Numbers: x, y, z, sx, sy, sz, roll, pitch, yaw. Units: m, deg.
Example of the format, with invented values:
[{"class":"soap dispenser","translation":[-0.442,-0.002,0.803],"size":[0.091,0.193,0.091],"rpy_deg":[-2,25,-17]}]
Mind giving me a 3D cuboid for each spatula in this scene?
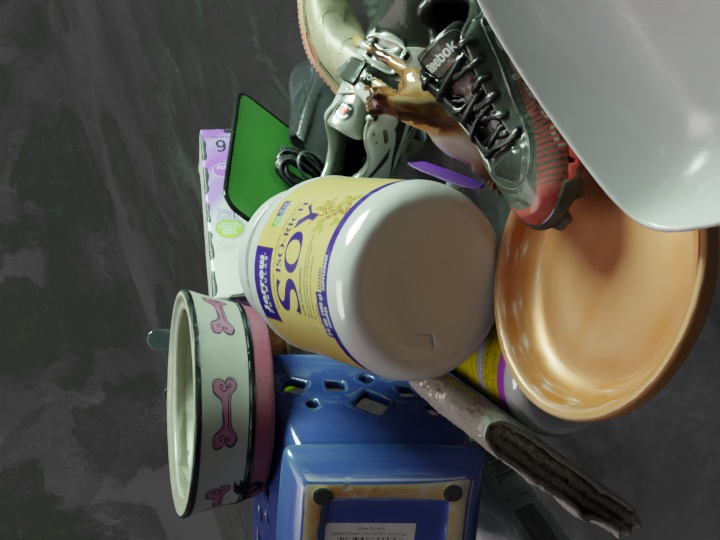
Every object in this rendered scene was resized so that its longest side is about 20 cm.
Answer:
[{"class":"spatula","translation":[0.076,-0.061,0.925],"size":[0.056,0.021,0.200],"rpy_deg":[22,176,12]}]

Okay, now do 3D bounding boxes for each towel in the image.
[{"class":"towel","translation":[0.130,0.145,0.920],"size":[0.200,0.035,0.132],"rpy_deg":[37,177,-30]}]

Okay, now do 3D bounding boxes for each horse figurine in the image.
[{"class":"horse figurine","translation":[0.066,-0.111,0.867],"size":[0.199,0.050,0.133],"rpy_deg":[31,-169,-32]}]

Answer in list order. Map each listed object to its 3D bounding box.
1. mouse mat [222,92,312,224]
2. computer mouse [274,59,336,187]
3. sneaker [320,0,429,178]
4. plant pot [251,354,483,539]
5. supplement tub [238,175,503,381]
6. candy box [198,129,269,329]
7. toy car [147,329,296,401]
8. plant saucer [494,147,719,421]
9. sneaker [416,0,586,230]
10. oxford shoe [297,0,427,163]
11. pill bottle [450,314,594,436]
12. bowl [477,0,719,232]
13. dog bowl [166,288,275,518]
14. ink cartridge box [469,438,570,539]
[{"class":"mouse mat","translation":[-0.044,-0.061,1.044],"size":[0.200,0.008,0.162],"rpy_deg":[37,-146,-30]},{"class":"computer mouse","translation":[-0.019,-0.136,1.096],"size":[0.053,0.138,0.201],"rpy_deg":[-36,40,30]},{"class":"sneaker","translation":[0.015,-0.147,0.965],"size":[0.074,0.088,0.201],"rpy_deg":[28,121,24]},{"class":"plant pot","translation":[0.005,0.203,1.028],"size":[0.180,0.199,0.201],"rpy_deg":[-110,23,-67]},{"class":"supplement tub","translation":[0.000,0.000,0.891],"size":[0.200,0.145,0.146],"rpy_deg":[10,118,60]},{"class":"candy box","translation":[-0.072,-0.044,1.148],"size":[0.072,0.167,0.201],"rpy_deg":[104,160,-57]},{"class":"toy car","translation":[-0.202,0.111,1.656],"size":[0.158,0.199,0.165],"rpy_deg":[10,118,67]},{"class":"plant saucer","translation":[0.161,0.000,0.752],"size":[0.200,0.037,0.201],"rpy_deg":[-27,58,55]},{"class":"sneaker","translation":[0.088,-0.117,0.779],"size":[0.071,0.097,0.202],"rpy_deg":[-40,54,45]},{"class":"oxford shoe","translation":[0.007,-0.189,1.058],"size":[0.074,0.071,0.201],"rpy_deg":[-30,85,49]},{"class":"pill bottle","translation":[0.114,0.049,0.924],"size":[0.200,0.104,0.105],"rpy_deg":[32,138,58]},{"class":"bowl","translation":[0.171,-0.127,0.596],"size":[0.200,0.075,0.200],"rpy_deg":[54,154,-6]},{"class":"dog bowl","translation":[-0.126,0.117,1.026],"size":[0.200,0.073,0.202],"rpy_deg":[-179,90,-74]},{"class":"ink cartridge box","translation":[0.142,0.277,1.152],"size":[0.163,0.057,0.201],"rpy_deg":[54,159,38]}]
